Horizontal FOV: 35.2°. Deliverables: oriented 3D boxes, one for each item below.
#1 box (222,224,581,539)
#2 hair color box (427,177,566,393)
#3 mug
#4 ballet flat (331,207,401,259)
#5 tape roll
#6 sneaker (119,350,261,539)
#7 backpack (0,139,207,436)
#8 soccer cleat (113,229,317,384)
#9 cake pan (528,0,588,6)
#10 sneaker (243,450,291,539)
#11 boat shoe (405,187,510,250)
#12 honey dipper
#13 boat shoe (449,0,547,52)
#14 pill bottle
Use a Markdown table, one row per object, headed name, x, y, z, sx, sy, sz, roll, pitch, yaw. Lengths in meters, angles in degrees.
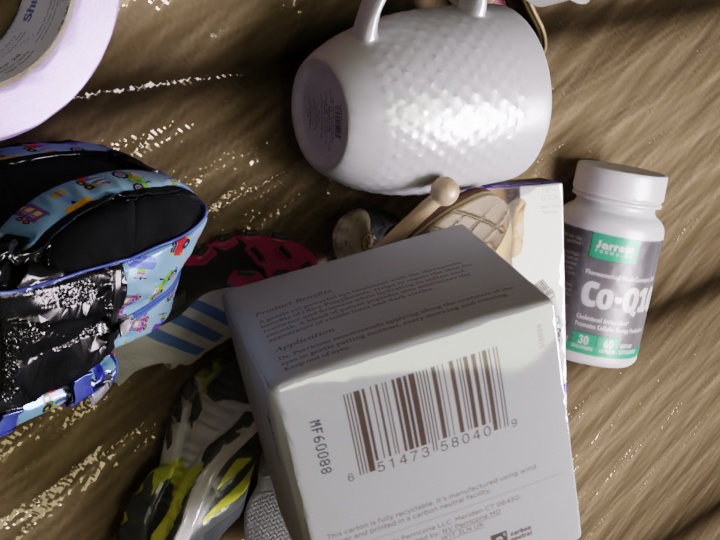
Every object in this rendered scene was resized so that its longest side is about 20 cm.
| name | x | y | z | sx | sy | sz | roll | pitch | yaw |
| --- | --- | --- | --- | --- | --- | --- | --- | --- | --- |
| box | 0.027 | 0.102 | 0.816 | 0.197 | 0.171 | 0.201 | -16 | 115 | -12 |
| hair color box | 0.121 | 0.023 | 1.002 | 0.108 | 0.065 | 0.202 | -5 | 98 | -9 |
| mug | 0.043 | -0.156 | 0.896 | 0.174 | 0.148 | 0.201 | -12 | 126 | -31 |
| ballet flat | 0.046 | -0.007 | 1.026 | 0.199 | 0.057 | 0.067 | 26 | 85 | -47 |
| tape roll | -0.242 | -0.178 | 0.668 | 0.199 | 0.065 | 0.202 | -19 | 119 | -39 |
| sneaker | -0.120 | 0.154 | 0.924 | 0.201 | 0.074 | 0.085 | -57 | 149 | -8 |
| backpack | -0.201 | -0.003 | 0.705 | 0.200 | 0.182 | 0.136 | -26 | 131 | -50 |
| soccer cleat | -0.120 | 0.028 | 0.878 | 0.199 | 0.070 | 0.087 | -18 | 139 | -42 |
| cake pan | 0.126 | -0.302 | 0.925 | 0.200 | 0.037 | 0.201 | 39 | 38 | -39 |
| sneaker | -0.035 | 0.157 | 0.983 | 0.114 | 0.075 | 0.201 | 50 | 57 | -67 |
| boat shoe | 0.032 | -0.002 | 0.931 | 0.200 | 0.068 | 0.072 | -41 | 127 | 3 |
| honey dipper | 0.000 | 0.000 | 0.880 | 0.200 | 0.038 | 0.038 | -42 | 136 | 8 |
| boat shoe | 0.107 | -0.256 | 0.986 | 0.074 | 0.066 | 0.200 | -58 | 136 | -12 |
| pill bottle | 0.255 | -0.009 | 1.194 | 0.113 | 0.113 | 0.202 | -3 | 107 | -44 |
